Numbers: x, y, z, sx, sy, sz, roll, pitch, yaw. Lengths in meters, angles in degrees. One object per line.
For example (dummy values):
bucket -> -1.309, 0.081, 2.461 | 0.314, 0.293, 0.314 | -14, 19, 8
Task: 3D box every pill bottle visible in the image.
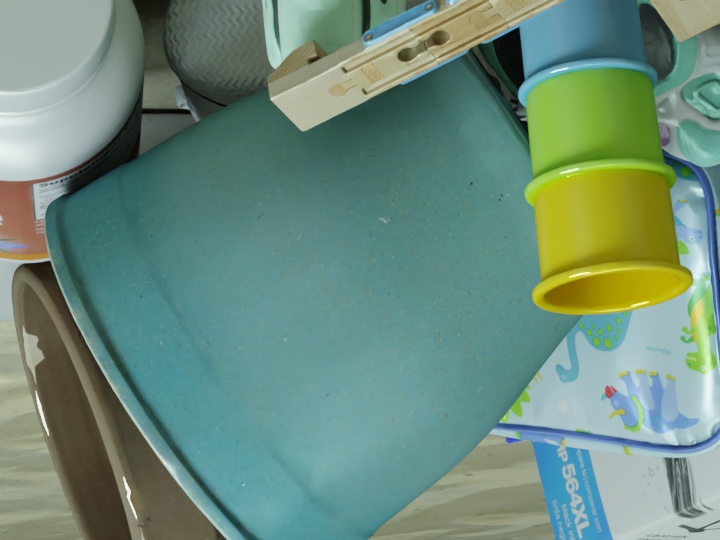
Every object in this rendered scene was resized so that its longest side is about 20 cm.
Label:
pill bottle -> -0.152, -0.082, 0.866 | 0.112, 0.113, 0.200 | -2, 164, -8

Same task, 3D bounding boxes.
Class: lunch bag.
lunch bag -> 0.113, 0.009, 0.963 | 0.199, 0.162, 0.082 | 3, -166, 42

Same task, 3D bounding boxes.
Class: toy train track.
toy train track -> 0.056, -0.107, 0.671 | 0.199, 0.033, 0.115 | -26, 140, 20

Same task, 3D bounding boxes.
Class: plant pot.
plant pot -> -0.069, 0.068, 1.026 | 0.174, 0.201, 0.200 | -18, 169, -18
plant pot -> 0.000, 0.000, 0.831 | 0.188, 0.200, 0.200 | -35, 159, 6

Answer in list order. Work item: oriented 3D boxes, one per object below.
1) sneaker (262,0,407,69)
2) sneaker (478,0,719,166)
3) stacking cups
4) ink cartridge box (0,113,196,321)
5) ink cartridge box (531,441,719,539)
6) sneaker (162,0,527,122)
sneaker -> -0.011, -0.135, 0.697 | 0.073, 0.119, 0.200 | -5, 164, 8
sneaker -> 0.137, -0.105, 0.889 | 0.199, 0.140, 0.078 | 19, 115, -15
stacking cups -> 0.084, -0.085, 0.743 | 0.060, 0.201, 0.061 | -4, 161, -2
ink cartridge box -> -0.138, -0.028, 1.115 | 0.199, 0.086, 0.146 | 0, 163, -13
ink cartridge box -> 0.213, 0.091, 1.045 | 0.145, 0.085, 0.200 | 4, 155, -36
sneaker -> 0.002, -0.094, 0.942 | 0.199, 0.076, 0.115 | 3, 165, -8
